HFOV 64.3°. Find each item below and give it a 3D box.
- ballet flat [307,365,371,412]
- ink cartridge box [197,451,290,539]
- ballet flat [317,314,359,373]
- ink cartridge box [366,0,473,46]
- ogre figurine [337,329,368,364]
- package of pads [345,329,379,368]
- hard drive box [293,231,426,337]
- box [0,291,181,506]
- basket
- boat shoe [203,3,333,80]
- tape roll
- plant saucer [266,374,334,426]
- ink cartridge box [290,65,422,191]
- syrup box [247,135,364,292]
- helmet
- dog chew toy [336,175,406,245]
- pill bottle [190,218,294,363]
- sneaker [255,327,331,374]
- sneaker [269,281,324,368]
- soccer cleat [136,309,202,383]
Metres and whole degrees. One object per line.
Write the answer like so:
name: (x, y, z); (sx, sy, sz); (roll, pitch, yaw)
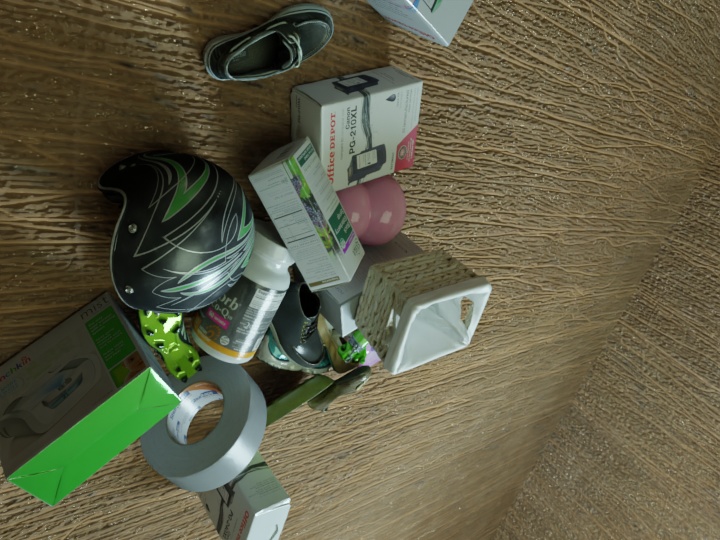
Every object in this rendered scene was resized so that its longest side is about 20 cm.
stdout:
ballet flat: (-0.040, 0.240, 1.139); (0.198, 0.047, 0.067); (-36, 174, 39)
ink cartridge box: (-0.231, 0.427, 1.095); (0.082, 0.199, 0.149); (-3, 124, -42)
ballet flat: (-0.051, 0.112, 1.103); (0.061, 0.070, 0.204); (-12, 124, 17)
ink cartridge box: (0.044, -0.400, 0.754); (0.197, 0.144, 0.085); (19, 108, -51)
ogre figurine: (0.046, 0.108, 1.087); (0.195, 0.100, 0.121); (10, 128, -38)
package of pads: (0.027, 0.104, 1.203); (0.119, 0.075, 0.204); (-31, 138, -28)
hard drive box: (0.000, 0.000, 1.026); (0.196, 0.156, 0.078); (-27, 139, -26)
box: (-0.368, 0.162, 0.759); (0.198, 0.176, 0.098); (-37, 141, -16)
basket: (0.100, 0.060, 0.950); (0.196, 0.123, 0.139); (-11, 130, -39)
boat shoe: (-0.107, -0.288, 0.751); (0.197, 0.071, 0.074); (-33, 139, -23)
tape roll: (-0.252, 0.242, 0.924); (0.199, 0.200, 0.067); (-40, 142, -12)
plant saucer: (-0.141, 0.255, 1.116); (0.196, 0.032, 0.200); (-32, 175, -3)
ink cartridge box: (-0.006, -0.221, 0.897); (0.196, 0.084, 0.148); (-23, 134, -30)
syrup box: (-0.074, -0.079, 0.843); (0.204, 0.079, 0.079); (62, 32, -23)
helmet: (-0.228, -0.046, 0.722); (0.196, 0.190, 0.205); (-27, 138, -27)
dog chew toy: (-0.019, -0.103, 0.960); (0.195, 0.125, 0.128); (-6, 125, -32)
pill bottle: (-0.178, 0.031, 0.900); (0.115, 0.116, 0.204); (14, 109, -49)
sneaker: (-0.113, 0.149, 1.101); (0.198, 0.076, 0.082); (20, 93, -54)
sneaker: (-0.098, 0.102, 0.998); (0.076, 0.104, 0.203); (-54, 130, -33)
soccer cleat: (-0.292, 0.086, 0.850); (0.067, 0.081, 0.204); (-32, 141, -25)
